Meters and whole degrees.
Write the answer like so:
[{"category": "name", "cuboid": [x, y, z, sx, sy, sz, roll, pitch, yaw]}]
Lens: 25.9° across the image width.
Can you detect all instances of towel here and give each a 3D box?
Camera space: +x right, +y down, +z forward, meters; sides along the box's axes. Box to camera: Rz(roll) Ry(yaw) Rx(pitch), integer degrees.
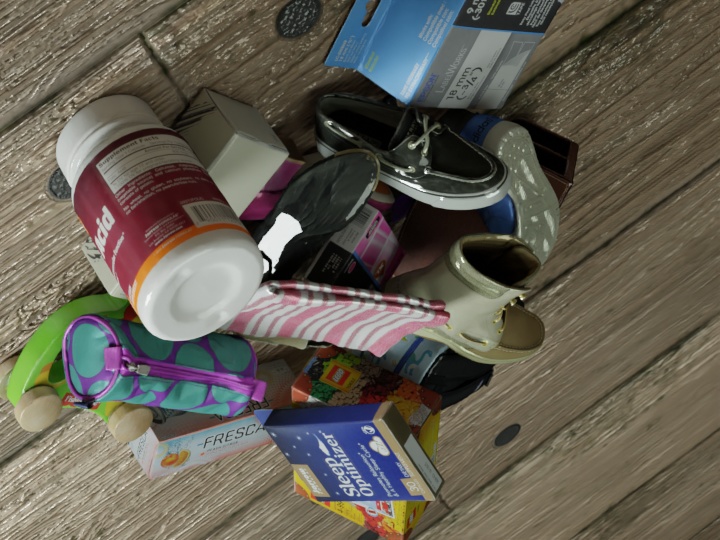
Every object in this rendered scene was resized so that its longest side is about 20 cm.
[{"category": "towel", "cuboid": [-0.031, 0.047, 1.519, 0.198, 0.030, 0.146, 8, 162, -25]}]

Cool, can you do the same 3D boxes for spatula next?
[{"category": "spatula", "cuboid": [0.040, -0.114, 1.615, 0.056, 0.020, 0.201, -42, 148, -17]}]

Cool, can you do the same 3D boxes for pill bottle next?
[{"category": "pill bottle", "cuboid": [-0.174, -0.049, 1.320, 0.113, 0.201, 0.115, -24, 145, -18]}]

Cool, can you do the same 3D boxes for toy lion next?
[{"category": "toy lion", "cuboid": [-0.237, 0.072, 1.552, 0.199, 0.069, 0.193, 14, 115, -51]}]

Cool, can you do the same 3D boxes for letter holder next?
[{"category": "letter holder", "cuboid": [0.128, -0.065, 1.698, 0.101, 0.141, 0.201, -67, -177, -60]}]

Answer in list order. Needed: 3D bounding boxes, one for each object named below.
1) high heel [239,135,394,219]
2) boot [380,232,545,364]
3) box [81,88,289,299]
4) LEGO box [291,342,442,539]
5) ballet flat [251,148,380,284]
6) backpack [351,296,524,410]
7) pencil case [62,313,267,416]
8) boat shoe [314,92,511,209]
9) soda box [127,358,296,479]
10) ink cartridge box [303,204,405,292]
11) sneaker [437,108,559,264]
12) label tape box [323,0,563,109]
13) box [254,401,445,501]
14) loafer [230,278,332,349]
[{"category": "high heel", "cuboid": [-0.051, -0.071, 1.543, 0.096, 0.068, 0.199, -45, 151, 24]}, {"category": "boot", "cuboid": [0.140, 0.028, 1.595, 0.198, 0.073, 0.154, 18, 148, -28]}, {"category": "box", "cuboid": [-0.162, -0.063, 1.438, 0.200, 0.069, 0.082, -49, 147, 17]}, {"category": "LEGO box", "cuboid": [0.004, 0.193, 1.733, 0.077, 0.148, 0.201, -53, 157, -36]}, {"category": "ballet flat", "cuboid": [-0.054, -0.049, 1.486, 0.200, 0.066, 0.057, -43, -176, 26]}, {"category": "backpack", "cuboid": [0.081, 0.092, 1.788, 0.164, 0.153, 0.200, -57, 174, 28]}, {"category": "pencil case", "cuboid": [-0.189, 0.094, 1.500, 0.199, 0.092, 0.086, 11, 92, -49]}, {"category": "boat shoe", "cuboid": [0.047, -0.115, 1.473, 0.064, 0.198, 0.071, 88, 22, -59]}, {"category": "soda box", "cuboid": [-0.156, 0.162, 1.728, 0.198, 0.069, 0.064, -13, 139, -34]}, {"category": "ink cartridge box", "cuboid": [0.000, 0.000, 1.586, 0.095, 0.037, 0.200, -58, 164, -7]}, {"category": "sneaker", "cuboid": [0.131, -0.086, 1.594, 0.077, 0.111, 0.201, -48, 140, -18]}, {"category": "label tape box", "cuboid": [0.082, -0.227, 1.476, 0.198, 0.063, 0.145, -4, 134, -42]}, {"category": "box", "cuboid": [-0.020, 0.194, 1.655, 0.122, 0.198, 0.033, 57, 47, -28]}, {"category": "loafer", "cuboid": [-0.078, 0.041, 1.632, 0.199, 0.068, 0.076, 5, 108, -57]}]
